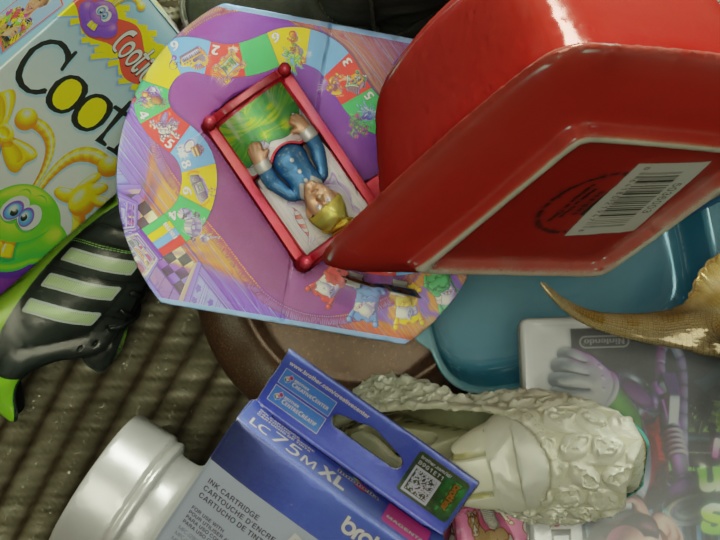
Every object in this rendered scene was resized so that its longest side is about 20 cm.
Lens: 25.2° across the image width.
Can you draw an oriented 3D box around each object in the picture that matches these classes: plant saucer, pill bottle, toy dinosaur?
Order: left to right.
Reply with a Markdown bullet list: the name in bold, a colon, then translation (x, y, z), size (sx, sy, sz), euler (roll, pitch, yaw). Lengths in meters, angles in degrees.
- **pill bottle**: translation (-0.065, 0.172, 0.876), size (0.199, 0.120, 0.120), euler (34, 91, 3)
- **plant saucer**: translation (0.000, 0.000, 0.920), size (0.197, 0.037, 0.204), euler (0, 89, 4)
- **toy dinosaur**: translation (0.193, 0.035, 0.822), size (0.197, 0.058, 0.102), euler (-11, 62, -8)

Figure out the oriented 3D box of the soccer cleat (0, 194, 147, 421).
- **soccer cleat**: translation (-0.147, 0.004, 0.918), size (0.199, 0.068, 0.081), euler (-38, 101, 5)

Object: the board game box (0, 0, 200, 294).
- **board game box**: translation (-0.188, -0.083, 0.878), size (0.200, 0.105, 0.103), euler (-41, 128, 2)

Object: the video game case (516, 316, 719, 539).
- **video game case**: translation (0.183, 0.113, 0.833), size (0.197, 0.023, 0.185), euler (-2, 77, 1)

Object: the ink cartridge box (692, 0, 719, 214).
- **ink cartridge box**: translation (0.232, -0.132, 0.880), size (0.199, 0.068, 0.117), euler (-32, 88, -16)

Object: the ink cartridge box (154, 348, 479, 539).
- **ink cartridge box**: translation (-0.044, 0.153, 0.787), size (0.119, 0.042, 0.201), euler (35, 104, 3)

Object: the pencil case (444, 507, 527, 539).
- **pencil case**: translation (0.137, 0.137, 0.885), size (0.197, 0.087, 0.084), euler (-10, 81, 0)

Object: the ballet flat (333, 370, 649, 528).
- **ballet flat**: translation (0.052, 0.096, 0.817), size (0.071, 0.199, 0.073), euler (-2, 93, -42)

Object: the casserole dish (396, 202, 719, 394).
- **casserole dish**: translation (0.109, -0.004, 0.891), size (0.197, 0.039, 0.123), euler (-13, 92, -16)

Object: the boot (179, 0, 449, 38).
- **boot**: translation (-0.019, -0.162, 0.841), size (0.179, 0.200, 0.074), euler (-6, 89, 3)

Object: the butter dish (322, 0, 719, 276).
- **butter dish**: translation (0.091, -0.092, 0.776), size (0.197, 0.200, 0.150), euler (2, 62, -36)

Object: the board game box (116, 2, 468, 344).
- **board game box**: translation (-0.025, -0.051, 0.823), size (0.197, 0.039, 0.160), euler (10, 88, -6)
